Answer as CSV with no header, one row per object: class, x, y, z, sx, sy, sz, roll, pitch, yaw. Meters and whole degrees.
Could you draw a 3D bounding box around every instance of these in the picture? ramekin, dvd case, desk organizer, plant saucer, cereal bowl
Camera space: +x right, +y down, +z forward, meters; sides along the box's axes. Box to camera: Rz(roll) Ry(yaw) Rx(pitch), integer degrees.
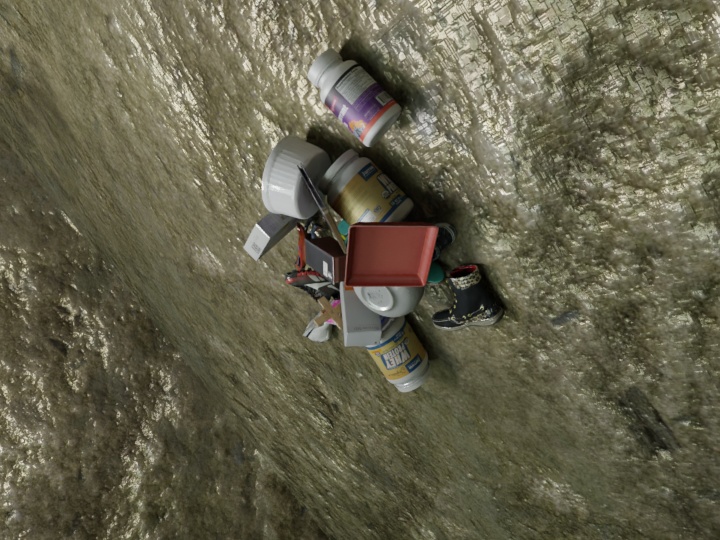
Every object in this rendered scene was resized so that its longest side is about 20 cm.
ramekin,-0.154,-0.228,1.498,0.096,0.201,0.203,21,139,20
dvd case,-0.087,-0.145,1.415,0.150,0.016,0.201,61,179,31
desk organizer,-0.077,-0.032,1.563,0.199,0.076,0.073,-147,53,-59
plant saucer,0.065,-0.041,1.350,0.196,0.037,0.202,-1,138,-6
cereal bowl,0.059,0.041,1.496,0.197,0.084,0.203,18,134,20

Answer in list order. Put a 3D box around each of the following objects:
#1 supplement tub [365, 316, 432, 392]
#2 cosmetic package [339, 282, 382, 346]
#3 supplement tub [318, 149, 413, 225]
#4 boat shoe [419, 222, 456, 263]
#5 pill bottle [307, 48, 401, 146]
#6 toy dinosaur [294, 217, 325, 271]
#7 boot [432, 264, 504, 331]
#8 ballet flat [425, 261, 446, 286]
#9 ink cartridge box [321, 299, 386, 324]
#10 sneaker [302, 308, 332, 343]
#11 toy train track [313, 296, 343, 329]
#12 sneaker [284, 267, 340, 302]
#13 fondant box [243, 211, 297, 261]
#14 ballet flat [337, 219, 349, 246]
supplement tub,0.108,0.235,1.728,0.144,0.145,0.202,-14,115,51
cosmetic package,-0.001,0.106,1.652,0.099,0.203,0.072,-2,142,-7
supplement tub,0.011,-0.171,1.405,0.200,0.145,0.145,43,146,2
boat shoe,0.135,-0.061,1.446,0.199,0.091,0.071,-12,117,51
pill bottle,-0.016,-0.374,1.273,0.200,0.111,0.112,45,146,2
toy dinosaur,-0.169,-0.071,1.718,0.105,0.198,0.183,42,116,31
boot,0.242,0.068,1.478,0.201,0.074,0.155,-11,119,42
ballet flat,0.143,-0.002,1.536,0.198,0.068,0.068,28,162,33
ink cartridge box,-0.009,0.118,1.754,0.198,0.119,0.042,11,136,40
sneaker,-0.125,0.192,2.009,0.080,0.077,0.200,36,151,-7
toy train track,-0.049,0.108,1.718,0.115,0.198,0.033,49,155,23
sneaker,-0.130,0.047,1.741,0.070,0.197,0.100,-16,70,56
fondant box,-0.226,-0.132,1.660,0.058,0.200,0.144,43,146,-1
ballet flat,-0.010,-0.088,1.539,0.066,0.067,0.200,33,-173,-19
